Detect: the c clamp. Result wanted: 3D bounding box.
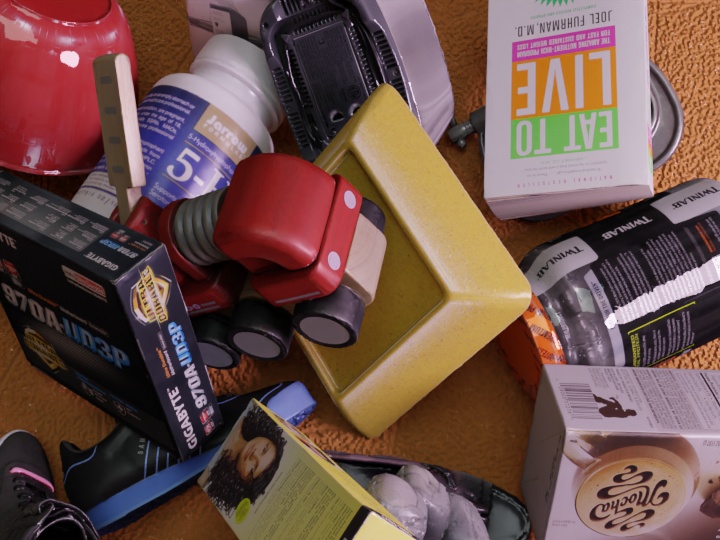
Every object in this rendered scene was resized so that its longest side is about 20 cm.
[{"bbox_3d":[0.168,-0.136,0.848,0.197,0.027,0.174,-19,77,17],"label":"c clamp"}]

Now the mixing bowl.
[{"bbox_3d":[-0.262,-0.184,0.800,0.197,0.109,0.202,19,39,-16],"label":"mixing bowl"}]

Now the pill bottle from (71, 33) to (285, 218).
[{"bbox_3d":[-0.140,-0.089,0.808,0.118,0.120,0.202,26,70,10],"label":"pill bottle"}]

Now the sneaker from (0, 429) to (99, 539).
[{"bbox_3d":[-0.221,0.174,0.684,0.099,0.070,0.202,-42,35,21],"label":"sneaker"}]

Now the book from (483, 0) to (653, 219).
[{"bbox_3d":[0.171,-0.151,0.810,0.131,0.048,0.204,-6,70,24],"label":"book"}]

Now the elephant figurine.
[{"bbox_3d":[0.000,0.240,0.673,0.200,0.141,0.156,-45,34,21],"label":"elephant figurine"}]

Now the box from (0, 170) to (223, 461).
[{"bbox_3d":[-0.193,0.029,0.701,0.198,0.161,0.046,22,47,36],"label":"box"}]

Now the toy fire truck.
[{"bbox_3d":[-0.098,-0.045,0.656,0.174,0.200,0.130,-13,50,38],"label":"toy fire truck"}]

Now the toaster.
[{"bbox_3d":[0.001,-0.168,0.804,0.112,0.129,0.203,-14,107,28],"label":"toaster"}]

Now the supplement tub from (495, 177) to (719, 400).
[{"bbox_3d":[0.207,0.018,0.768,0.197,0.123,0.124,-22,69,-10],"label":"supplement tub"}]

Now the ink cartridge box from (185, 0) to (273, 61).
[{"bbox_3d":[-0.088,-0.266,0.837,0.083,0.200,0.148,19,69,2],"label":"ink cartridge box"}]

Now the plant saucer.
[{"bbox_3d":[0.000,0.000,0.738,0.048,0.200,0.202,-12,63,-51],"label":"plant saucer"}]

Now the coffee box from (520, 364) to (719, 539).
[{"bbox_3d":[0.225,0.137,0.706,0.196,0.115,0.080,3,29,-5],"label":"coffee box"}]

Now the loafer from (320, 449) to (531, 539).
[{"bbox_3d":[0.033,0.175,0.733,0.196,0.063,0.073,12,68,4],"label":"loafer"}]

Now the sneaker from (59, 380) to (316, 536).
[{"bbox_3d":[-0.133,0.122,0.750,0.198,0.070,0.079,-27,75,-11],"label":"sneaker"}]

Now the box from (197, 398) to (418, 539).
[{"bbox_3d":[-0.040,0.153,0.627,0.050,0.199,0.076,37,83,-28],"label":"box"}]
